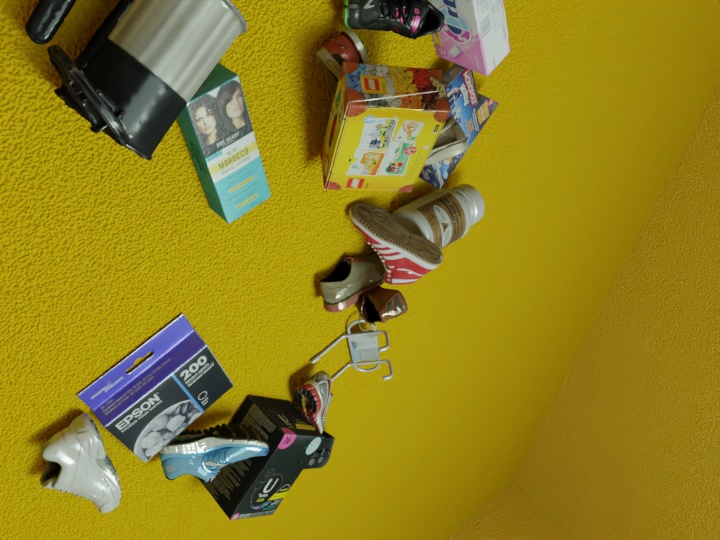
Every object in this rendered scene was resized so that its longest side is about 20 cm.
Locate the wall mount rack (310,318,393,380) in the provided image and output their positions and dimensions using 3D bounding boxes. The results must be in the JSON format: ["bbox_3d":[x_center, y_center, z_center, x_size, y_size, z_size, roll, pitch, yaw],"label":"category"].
[{"bbox_3d":[-0.018,0.199,1.350,0.172,0.075,0.201,-8,137,1],"label":"wall mount rack"}]

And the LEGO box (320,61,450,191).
[{"bbox_3d":[0.029,-0.206,0.906,0.148,0.078,0.200,0,153,-14],"label":"LEGO box"}]

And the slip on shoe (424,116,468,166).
[{"bbox_3d":[0.087,-0.204,1.053,0.061,0.199,0.076,65,28,-15],"label":"slip on shoe"}]

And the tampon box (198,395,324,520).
[{"bbox_3d":[-0.201,0.378,1.226,0.201,0.126,0.150,-56,148,4],"label":"tampon box"}]

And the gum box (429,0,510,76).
[{"bbox_3d":[0.165,-0.423,0.965,0.066,0.113,0.200,-47,147,-9],"label":"gum box"}]

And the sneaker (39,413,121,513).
[{"bbox_3d":[-0.437,0.312,0.932,0.099,0.078,0.201,-24,128,-27],"label":"sneaker"}]

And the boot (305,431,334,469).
[{"bbox_3d":[-0.160,0.462,1.422,0.199,0.066,0.166,11,113,-59],"label":"boot"}]

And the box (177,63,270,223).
[{"bbox_3d":[-0.185,-0.167,0.819,0.082,0.049,0.201,-37,144,-24],"label":"box"}]

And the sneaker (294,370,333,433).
[{"bbox_3d":[-0.093,0.293,1.322,0.082,0.078,0.201,-45,160,-35],"label":"sneaker"}]

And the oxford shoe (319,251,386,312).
[{"bbox_3d":[0.000,0.000,1.190,0.200,0.070,0.075,-40,129,-33],"label":"oxford shoe"}]

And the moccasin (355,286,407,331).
[{"bbox_3d":[0.026,0.076,1.207,0.077,0.201,0.074,-28,103,-16],"label":"moccasin"}]

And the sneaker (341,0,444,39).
[{"bbox_3d":[0.052,-0.383,0.884,0.199,0.084,0.077,-19,128,-43],"label":"sneaker"}]

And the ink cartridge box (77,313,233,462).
[{"bbox_3d":[-0.322,0.197,0.987,0.198,0.043,0.201,-40,144,-19],"label":"ink cartridge box"}]

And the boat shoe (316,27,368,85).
[{"bbox_3d":[-0.009,-0.271,0.927,0.062,0.071,0.200,-40,144,-9],"label":"boat shoe"}]

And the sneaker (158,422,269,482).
[{"bbox_3d":[-0.265,0.337,1.100,0.198,0.078,0.091,0,99,-20],"label":"sneaker"}]

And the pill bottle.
[{"bbox_3d":[0.163,-0.106,1.251,0.199,0.114,0.115,-28,140,-34],"label":"pill bottle"}]

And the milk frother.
[{"bbox_3d":[-0.212,-0.219,0.603,0.189,0.200,0.180,-54,143,0],"label":"milk frother"}]

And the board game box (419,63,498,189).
[{"bbox_3d":[0.172,-0.294,1.141,0.200,0.062,0.200,-48,147,-11],"label":"board game box"}]

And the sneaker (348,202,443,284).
[{"bbox_3d":[0.048,-0.043,1.155,0.113,0.199,0.072,-47,-166,50],"label":"sneaker"}]
